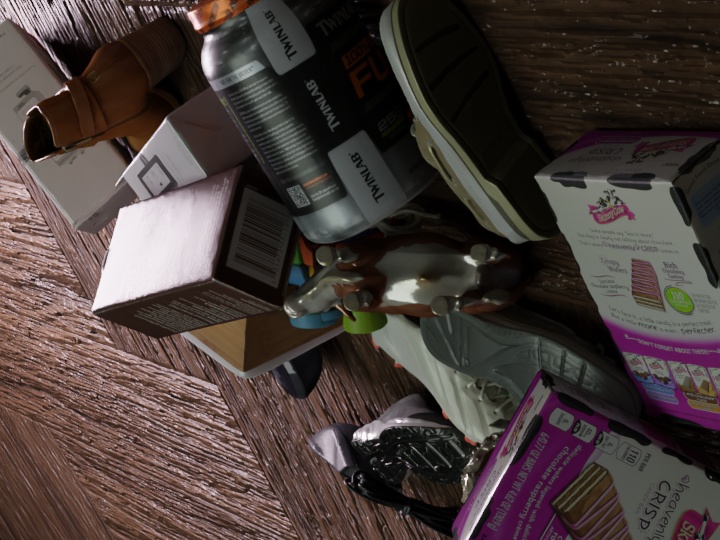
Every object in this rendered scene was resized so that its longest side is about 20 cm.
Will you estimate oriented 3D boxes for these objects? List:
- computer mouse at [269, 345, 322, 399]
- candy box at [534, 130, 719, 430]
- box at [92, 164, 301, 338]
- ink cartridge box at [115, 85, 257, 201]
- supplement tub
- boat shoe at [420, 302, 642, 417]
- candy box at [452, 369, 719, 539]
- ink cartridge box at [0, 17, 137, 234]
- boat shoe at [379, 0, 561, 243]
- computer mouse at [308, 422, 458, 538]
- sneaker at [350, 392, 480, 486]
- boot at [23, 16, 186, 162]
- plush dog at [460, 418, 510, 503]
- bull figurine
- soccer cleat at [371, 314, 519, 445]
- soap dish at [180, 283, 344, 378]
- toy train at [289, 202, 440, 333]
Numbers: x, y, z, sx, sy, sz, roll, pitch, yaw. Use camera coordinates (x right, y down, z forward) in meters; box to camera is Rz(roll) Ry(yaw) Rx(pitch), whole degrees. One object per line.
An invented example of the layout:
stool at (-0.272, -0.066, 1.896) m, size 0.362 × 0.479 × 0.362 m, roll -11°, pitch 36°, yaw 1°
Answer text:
computer mouse at (-0.089, 0.050, 1.698) m, size 0.200 × 0.053 × 0.139 m, roll 44°, pitch 159°, yaw 46°
candy box at (0.211, 0.008, 1.110) m, size 0.136 × 0.061 × 0.201 m, roll 9°, pitch 132°, yaw 57°
box at (-0.133, -0.010, 1.393) m, size 0.075 × 0.101 × 0.200 m, roll 25°, pitch 158°, yaw -33°
ink cartridge box at (-0.131, -0.104, 1.479) m, size 0.068 × 0.116 × 0.200 m, roll 54°, pitch 156°, yaw -1°
supplement tub at (-0.037, -0.131, 1.275) m, size 0.201 × 0.122 × 0.122 m, roll 58°, pitch 154°, yaw -14°
boat shoe at (0.138, 0.066, 1.324) m, size 0.201 × 0.065 × 0.075 m, roll 23°, pitch 124°, yaw 38°
candy box at (0.183, 0.177, 1.195) m, size 0.199 × 0.137 × 0.061 m, roll 26°, pitch -170°, yaw -8°
ink cartridge box at (-0.306, -0.141, 1.716) m, size 0.200 × 0.083 × 0.147 m, roll 51°, pitch 179°, yaw 1°
boat shoe at (0.067, -0.102, 1.194) m, size 0.068 × 0.075 × 0.201 m, roll -9°, pitch 117°, yaw 56°
computer mouse at (0.031, 0.199, 1.683) m, size 0.140 × 0.046 × 0.200 m, roll 28°, pitch -179°, yaw -17°
sneaker at (0.057, 0.140, 1.517) m, size 0.074 × 0.079 × 0.200 m, roll 47°, pitch 162°, yaw -12°
boot at (-0.239, -0.139, 1.570) m, size 0.074 × 0.155 × 0.200 m, roll 44°, pitch 154°, yaw 16°
plush dog at (0.162, 0.212, 1.315) m, size 0.160 × 0.199 × 0.173 m, roll -152°, pitch 70°, yaw -85°
bull figurine at (0.029, 0.006, 1.297) m, size 0.121 × 0.199 × 0.066 m, roll -10°, pitch -86°, yaw -77°
soccer cleat at (0.085, 0.079, 1.417) m, size 0.200 × 0.069 × 0.078 m, roll 40°, pitch 138°, yaw 22°
soap dish at (-0.111, 0.001, 1.553) m, size 0.200 × 0.157 × 0.082 m, roll 34°, pitch 133°, yaw 33°
toy train at (0.000, 0.000, 1.402) m, size 0.199 × 0.084 × 0.116 m, roll 11°, pitch 118°, yaw 48°
